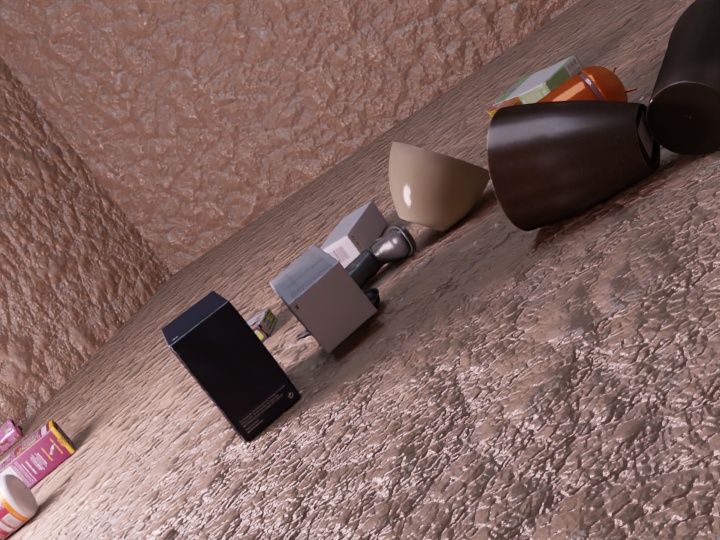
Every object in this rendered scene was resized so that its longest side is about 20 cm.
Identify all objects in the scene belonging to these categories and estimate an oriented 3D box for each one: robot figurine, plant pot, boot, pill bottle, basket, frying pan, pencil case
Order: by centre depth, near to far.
[{"bbox_3d":[0.470,-0.260,1.106,0.200,0.135,0.181,-55,-15,-38],"label":"basket"},{"bbox_3d":[0.311,-0.166,1.152,0.199,0.188,0.187,-11,26,38],"label":"plant pot"},{"bbox_3d":[-0.039,0.096,1.426,0.189,0.031,0.115,-37,14,13],"label":"frying pan"},{"bbox_3d":[0.388,-0.281,1.441,0.199,0.117,0.144,-35,-2,12],"label":"robot figurine"},{"bbox_3d":[0.136,-0.152,1.551,0.200,0.199,0.136,-136,62,-77],"label":"plant pot"},{"bbox_3d":[0.002,0.002,1.561,0.199,0.073,0.182,-35,-2,-22],"label":"boot"},{"bbox_3d":[-0.795,0.533,1.710,0.200,0.110,0.110,-38,13,-7],"label":"pill bottle"},{"bbox_3d":[-1.228,0.586,2.709,0.200,0.083,0.086,-41,14,-13],"label":"pencil case"}]

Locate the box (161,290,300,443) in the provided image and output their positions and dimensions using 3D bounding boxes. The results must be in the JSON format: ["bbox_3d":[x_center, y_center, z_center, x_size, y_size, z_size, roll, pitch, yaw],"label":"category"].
[{"bbox_3d":[-0.218,0.150,1.338,0.123,0.199,0.200,-39,14,-12],"label":"box"}]

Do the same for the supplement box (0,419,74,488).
[{"bbox_3d":[-0.821,0.477,2.018,0.200,0.086,0.110,-41,14,-17],"label":"supplement box"}]

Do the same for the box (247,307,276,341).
[{"bbox_3d":[-0.283,0.166,1.808,0.199,0.035,0.110,-33,14,16],"label":"box"}]

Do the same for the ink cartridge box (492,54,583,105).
[{"bbox_3d":[0.447,-0.464,2.054,0.145,0.048,0.200,-44,14,-27],"label":"ink cartridge box"}]

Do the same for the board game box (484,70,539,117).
[{"bbox_3d":[0.434,-0.484,2.212,0.199,0.030,0.096,-32,14,9],"label":"board game box"}]

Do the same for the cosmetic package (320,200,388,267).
[{"bbox_3d":[-0.017,-0.074,1.864,0.101,0.071,0.200,-29,15,30],"label":"cosmetic package"}]

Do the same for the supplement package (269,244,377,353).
[{"bbox_3d":[-0.068,0.044,1.388,0.114,0.110,0.200,-40,17,-5],"label":"supplement package"}]
